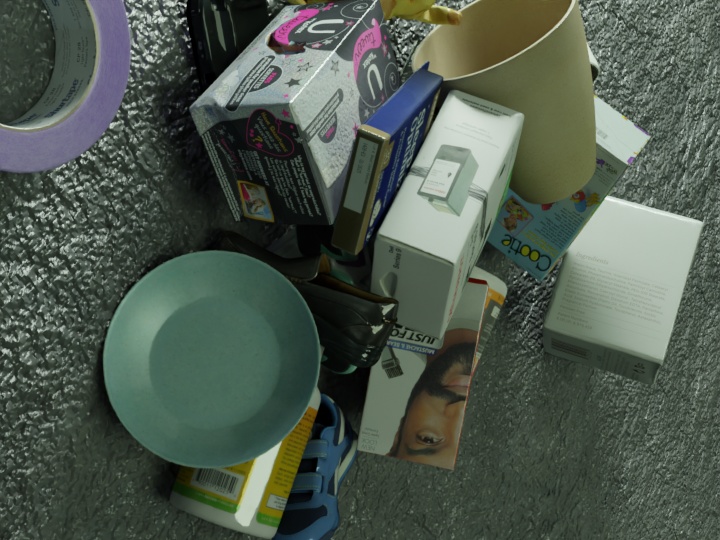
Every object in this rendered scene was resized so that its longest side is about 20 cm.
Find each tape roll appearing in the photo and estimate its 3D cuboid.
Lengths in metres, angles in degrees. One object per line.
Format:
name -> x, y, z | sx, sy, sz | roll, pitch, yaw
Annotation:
tape roll -> -0.280, -0.179, 0.844 | 0.199, 0.065, 0.202 | -11, 106, -46

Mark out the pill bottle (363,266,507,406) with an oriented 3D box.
pill bottle -> 0.084, 0.087, 1.253 | 0.116, 0.116, 0.202 | 27, 85, -47

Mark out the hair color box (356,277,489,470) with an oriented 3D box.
hair color box -> 0.067, 0.102, 1.161 | 0.064, 0.110, 0.202 | -38, 138, -83

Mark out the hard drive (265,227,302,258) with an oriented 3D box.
hard drive -> -0.023, -0.008, 1.191 | 0.200, 0.026, 0.133 | -39, 124, -37

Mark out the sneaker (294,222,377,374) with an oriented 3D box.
sneaker -> 0.000, 0.000, 1.142 | 0.140, 0.077, 0.202 | -40, 136, -48

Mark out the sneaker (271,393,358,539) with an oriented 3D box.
sneaker -> -0.056, 0.211, 1.123 | 0.201, 0.073, 0.083 | -74, 152, -55

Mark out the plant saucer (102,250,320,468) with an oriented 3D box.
plant saucer -> -0.137, 0.083, 1.000 | 0.039, 0.199, 0.202 | 103, 9, -76

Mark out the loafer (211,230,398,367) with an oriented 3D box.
loafer -> -0.052, 0.011, 1.051 | 0.073, 0.199, 0.073 | -59, 178, 19

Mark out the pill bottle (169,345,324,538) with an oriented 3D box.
pill bottle -> -0.104, 0.151, 1.063 | 0.111, 0.110, 0.202 | 31, 74, -46

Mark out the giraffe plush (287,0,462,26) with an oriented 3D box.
giraffe plush -> 0.010, -0.295, 1.106 | 0.162, 0.172, 0.201 | -42, 161, -22

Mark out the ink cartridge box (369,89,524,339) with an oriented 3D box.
ink cartridge box -> 0.086, -0.054, 1.078 | 0.146, 0.083, 0.201 | 92, 21, -57

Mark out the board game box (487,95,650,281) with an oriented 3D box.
board game box -> 0.250, -0.105, 1.332 | 0.103, 0.105, 0.201 | -42, 167, -51

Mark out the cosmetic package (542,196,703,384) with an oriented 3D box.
cosmetic package -> 0.356, 0.026, 1.476 | 0.167, 0.165, 0.202 | 54, 54, -71

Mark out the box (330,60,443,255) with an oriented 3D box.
box -> 0.033, -0.113, 1.019 | 0.200, 0.032, 0.122 | -54, 162, -54

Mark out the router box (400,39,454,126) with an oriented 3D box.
router box -> 0.107, -0.153, 1.281 | 0.200, 0.062, 0.151 | 43, 64, -43

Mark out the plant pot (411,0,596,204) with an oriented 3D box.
plant pot -> 0.179, -0.178, 1.172 | 0.188, 0.186, 0.201 | -49, 125, -30

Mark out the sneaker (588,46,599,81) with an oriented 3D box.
sneaker -> 0.230, -0.310, 1.404 | 0.199, 0.073, 0.085 | 22, 47, -40

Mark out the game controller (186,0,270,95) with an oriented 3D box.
game controller -> -0.116, -0.183, 1.053 | 0.104, 0.042, 0.202 | -39, 126, -55

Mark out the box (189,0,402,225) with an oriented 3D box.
box -> -0.049, -0.154, 1.016 | 0.201, 0.114, 0.133 | -58, 140, -43
